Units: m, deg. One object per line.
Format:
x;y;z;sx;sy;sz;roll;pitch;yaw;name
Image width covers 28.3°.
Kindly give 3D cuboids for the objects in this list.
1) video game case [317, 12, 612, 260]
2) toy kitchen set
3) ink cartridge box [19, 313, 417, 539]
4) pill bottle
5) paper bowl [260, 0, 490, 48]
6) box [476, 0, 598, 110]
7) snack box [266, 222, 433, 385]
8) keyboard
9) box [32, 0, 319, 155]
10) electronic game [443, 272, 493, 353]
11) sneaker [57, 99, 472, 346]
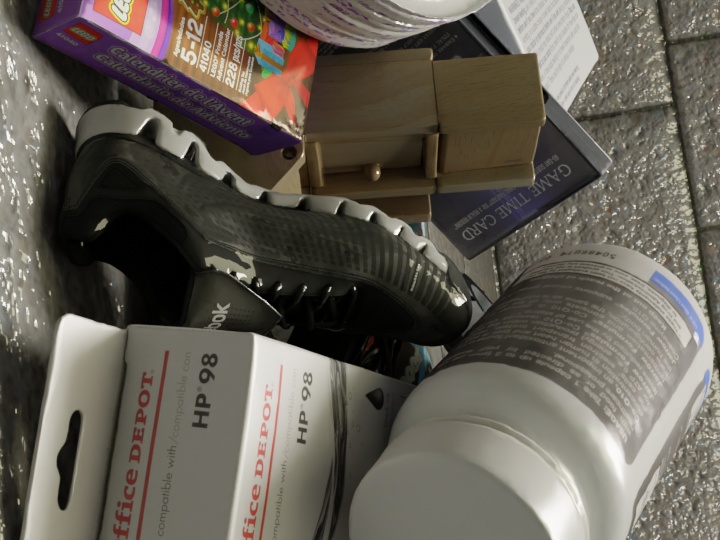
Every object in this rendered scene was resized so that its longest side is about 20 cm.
0.038;-0.105;0.854;0.200;0.143;0.019;45;55;-7;video game case
0.000;0.000;0.782;0.163;0.199;0.181;86;-1;-71;toy kitchen set
-0.048;0.091;0.601;0.200;0.066;0.116;24;71;-59;ink cartridge box
0.081;0.075;0.650;0.200;0.113;0.114;-40;124;-53;pill bottle
0.014;-0.215;0.686;0.200;0.104;0.201;13;72;-47;paper bowl
0.064;-0.189;0.958;0.201;0.105;0.184;65;25;-13;box
-0.014;0.030;0.904;0.037;0.116;0.201;66;18;-56;snack box
-0.018;0.077;0.788;0.040;0.104;0.200;46;36;-19;keyboard
-0.072;-0.173;0.688;0.137;0.039;0.201;25;64;-41;box
0.094;0.079;0.846;0.200;0.042;0.200;52;7;-9;electronic game
-0.047;0.002;0.637;0.067;0.199;0.091;123;-11;-47;sneaker
